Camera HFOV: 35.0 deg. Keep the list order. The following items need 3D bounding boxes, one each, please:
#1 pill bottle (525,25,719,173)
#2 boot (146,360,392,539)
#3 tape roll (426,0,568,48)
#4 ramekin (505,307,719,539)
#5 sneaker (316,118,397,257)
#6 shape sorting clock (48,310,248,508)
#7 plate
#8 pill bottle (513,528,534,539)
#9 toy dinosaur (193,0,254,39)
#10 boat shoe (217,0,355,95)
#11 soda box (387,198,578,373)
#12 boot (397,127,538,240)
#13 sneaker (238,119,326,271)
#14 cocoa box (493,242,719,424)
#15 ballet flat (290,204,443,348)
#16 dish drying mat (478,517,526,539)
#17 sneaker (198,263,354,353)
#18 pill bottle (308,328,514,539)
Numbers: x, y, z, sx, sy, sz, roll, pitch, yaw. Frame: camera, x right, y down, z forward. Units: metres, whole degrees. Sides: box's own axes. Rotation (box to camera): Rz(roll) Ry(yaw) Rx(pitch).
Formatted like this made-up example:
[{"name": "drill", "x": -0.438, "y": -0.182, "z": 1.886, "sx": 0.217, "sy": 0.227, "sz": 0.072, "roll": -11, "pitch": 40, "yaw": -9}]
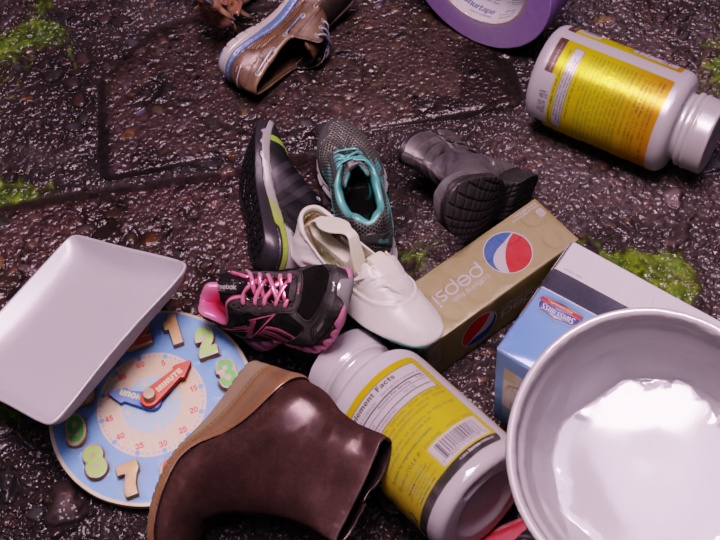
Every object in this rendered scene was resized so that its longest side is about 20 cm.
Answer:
[{"name": "pill bottle", "x": 0.283, "y": -0.177, "z": 1.216, "sx": 0.198, "sy": 0.110, "sz": 0.110, "roll": 27, "pitch": 61, "yaw": 21}, {"name": "boot", "x": -0.082, "y": 0.188, "z": 0.967, "sx": 0.165, "sy": 0.072, "sz": 0.202, "roll": 28, "pitch": 84, "yaw": 34}, {"name": "tape roll", "x": 0.146, "y": -0.353, "z": 1.290, "sx": 0.198, "sy": 0.202, "sz": 0.066, "roll": 30, "pitch": 61, "yaw": 22}, {"name": "ramekin", "x": 0.208, "y": 0.138, "z": 0.829, "sx": 0.196, "sy": 0.105, "sz": 0.204, "roll": -5, "pitch": 70, "yaw": 13}, {"name": "sneaker", "x": -0.002, "y": -0.093, "z": 1.188, "sx": 0.076, "sy": 0.092, "sz": 0.202, "roll": -13, "pitch": 55, "yaw": -6}, {"name": "shape sorting clock", "x": -0.198, "y": 0.126, "z": 1.083, "sx": 0.196, "sy": 0.039, "sz": 0.203, "roll": -2, "pitch": 55, "yaw": 3}, {"name": "plate", "x": -0.282, "y": 0.057, "z": 1.108, "sx": 0.198, "sy": 0.033, "sz": 0.201, "roll": 12, "pitch": 55, "yaw": 41}, {"name": "pill bottle", "x": 0.139, "y": 0.268, "z": 0.898, "sx": 0.199, "sy": 0.107, "sz": 0.106, "roll": -36, "pitch": 60, "yaw": -22}, {"name": "toy dinosaur", "x": -0.158, "y": -0.354, "z": 1.391, "sx": 0.135, "sy": 0.086, "sz": 0.199, "roll": 39, "pitch": 49, "yaw": 15}, {"name": "boat shoe", "x": -0.069, "y": -0.272, "z": 1.337, "sx": 0.199, "sy": 0.072, "sz": 0.072, "roll": -41, "pitch": 66, "yaw": -11}, {"name": "soda box", "x": 0.118, "y": 0.019, "z": 1.120, "sx": 0.198, "sy": 0.064, "sz": 0.068, "roll": -33, "pitch": 59, "yaw": -18}, {"name": "boot", "x": 0.087, "y": -0.094, "z": 1.158, "sx": 0.131, "sy": 0.071, "sz": 0.199, "roll": 31, "pitch": 18, "yaw": 22}, {"name": "sneaker", "x": -0.079, "y": -0.070, "z": 1.207, "sx": 0.081, "sy": 0.072, "sz": 0.203, "roll": 6, "pitch": 53, "yaw": -21}, {"name": "cocoa box", "x": 0.228, "y": 0.100, "z": 0.978, "sx": 0.198, "sy": 0.134, "sz": 0.132, "roll": 30, "pitch": 65, "yaw": 22}, {"name": "ballet flat", "x": 0.000, "y": 0.000, "z": 1.065, "sx": 0.069, "sy": 0.070, "sz": 0.199, "roll": -36, "pitch": 49, "yaw": -20}, {"name": "dish drying mat", "x": 0.158, "y": 0.303, "z": 0.950, "sx": 0.076, "sy": 0.018, "sz": 0.202, "roll": -19, "pitch": 55, "yaw": -10}, {"name": "sneaker", "x": -0.084, "y": 0.028, "z": 1.049, "sx": 0.094, "sy": 0.199, "sz": 0.080, "roll": 25, "pitch": 66, "yaw": -30}, {"name": "pill bottle", "x": 0.044, "y": 0.141, "z": 1.007, "sx": 0.111, "sy": 0.112, "sz": 0.200, "roll": -35, "pitch": 53, "yaw": -19}]
